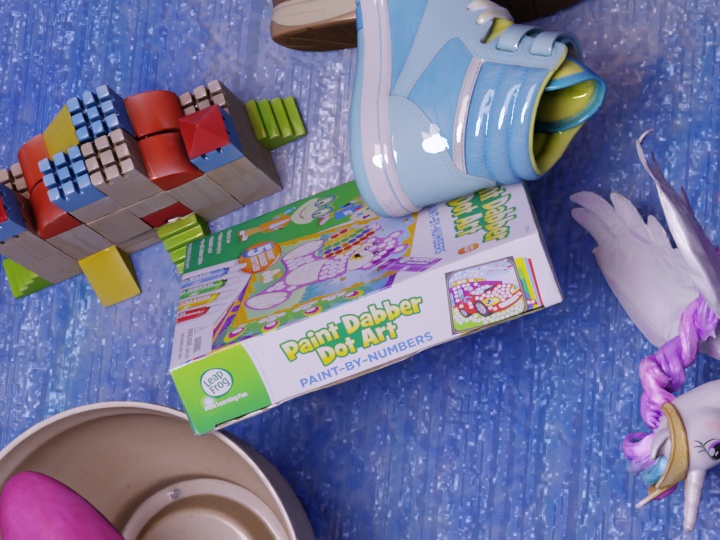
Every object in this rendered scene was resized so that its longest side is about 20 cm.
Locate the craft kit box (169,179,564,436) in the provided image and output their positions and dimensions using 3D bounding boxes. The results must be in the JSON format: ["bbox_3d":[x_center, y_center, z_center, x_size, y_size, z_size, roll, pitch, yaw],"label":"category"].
[{"bbox_3d":[0.000,0.000,1.206,0.197,0.200,0.049,-18,109,4],"label":"craft kit box"}]

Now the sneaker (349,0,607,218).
[{"bbox_3d":[0.066,-0.127,1.196,0.130,0.080,0.200,-6,70,22],"label":"sneaker"}]

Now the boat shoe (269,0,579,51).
[{"bbox_3d":[0.042,-0.177,1.303,0.200,0.072,0.072,-9,77,19],"label":"boat shoe"}]

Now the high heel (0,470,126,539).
[{"bbox_3d":[-0.137,0.190,1.110,0.067,0.096,0.200,-25,81,13],"label":"high heel"}]

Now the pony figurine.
[{"bbox_3d":[0.206,0.017,1.186,0.200,0.167,0.193,-21,81,-7],"label":"pony figurine"}]

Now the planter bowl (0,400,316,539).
[{"bbox_3d":[-0.105,0.171,1.222,0.200,0.135,0.201,-1,86,16],"label":"planter bowl"}]

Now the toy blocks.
[{"bbox_3d":[-0.138,-0.056,1.286,0.200,0.137,0.100,-22,73,9],"label":"toy blocks"}]
